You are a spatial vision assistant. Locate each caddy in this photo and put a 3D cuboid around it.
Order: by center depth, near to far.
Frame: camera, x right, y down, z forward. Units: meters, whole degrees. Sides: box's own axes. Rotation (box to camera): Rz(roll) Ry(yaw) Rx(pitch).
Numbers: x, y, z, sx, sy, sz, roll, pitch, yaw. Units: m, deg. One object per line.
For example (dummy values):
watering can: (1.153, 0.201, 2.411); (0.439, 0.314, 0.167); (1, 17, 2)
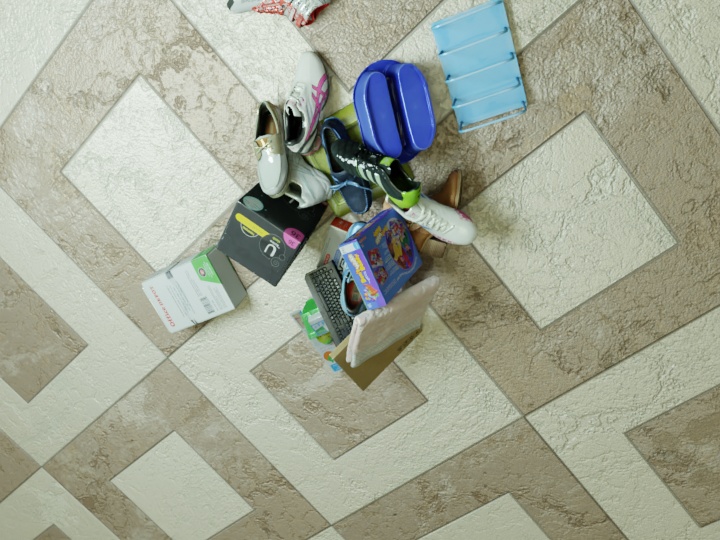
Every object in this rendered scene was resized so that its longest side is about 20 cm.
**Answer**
caddy: (0.065, -0.307, 1.159); (0.139, 0.105, 0.203); (-17, 105, -9)

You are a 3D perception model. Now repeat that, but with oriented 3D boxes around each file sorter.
file sorter: (0.217, -0.371, 1.092); (0.137, 0.123, 0.203); (-14, 110, 18)

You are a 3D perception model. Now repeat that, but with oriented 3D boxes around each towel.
towel: (0.063, 0.106, 1.219); (0.032, 0.198, 0.192); (51, 153, 24)

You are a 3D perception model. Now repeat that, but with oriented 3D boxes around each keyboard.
keyboard: (-0.029, 0.072, 1.303); (0.126, 0.021, 0.202); (-26, 104, -3)

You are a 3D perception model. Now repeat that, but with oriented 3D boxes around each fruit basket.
fruit basket: (-0.041, 0.143, 1.388); (0.183, 0.094, 0.202); (-24, 109, 20)

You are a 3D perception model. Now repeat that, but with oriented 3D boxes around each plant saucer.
plant saucer: (-0.019, -0.229, 1.245); (0.198, 0.048, 0.202); (-24, 106, 21)

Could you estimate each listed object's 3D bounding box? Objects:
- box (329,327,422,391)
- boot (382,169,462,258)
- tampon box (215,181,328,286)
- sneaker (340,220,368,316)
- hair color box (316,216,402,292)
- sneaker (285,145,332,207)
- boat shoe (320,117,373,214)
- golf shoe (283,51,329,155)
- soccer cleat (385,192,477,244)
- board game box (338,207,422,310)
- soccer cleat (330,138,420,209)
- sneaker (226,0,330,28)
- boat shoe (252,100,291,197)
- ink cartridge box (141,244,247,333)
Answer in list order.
box: (0.039, 0.158, 1.319); (0.200, 0.021, 0.164); (-44, 136, -7)
boot: (0.126, -0.133, 1.251); (0.153, 0.077, 0.203); (19, 123, 8)
tampon box: (-0.180, -0.095, 1.249); (0.149, 0.201, 0.127); (32, 121, -4)
sneaker: (0.000, 0.000, 1.236); (0.077, 0.090, 0.204); (4, 97, 0)
hair color box: (0.013, -0.026, 1.319); (0.197, 0.064, 0.112); (21, 115, 1)
sneaker: (-0.150, -0.208, 1.241); (0.200, 0.080, 0.071); (42, 141, 16)
boat shoe: (-0.039, -0.201, 1.197); (0.083, 0.069, 0.202); (-22, 107, 20)
golf shoe: (-0.110, -0.333, 1.175); (0.071, 0.092, 0.204); (5, 94, 22)
soccer cleat: (0.134, -0.104, 1.169); (0.198, 0.086, 0.071); (31, 113, 12)
board game box: (0.045, -0.030, 1.169); (0.044, 0.200, 0.136); (-17, 104, 33)
soccer cleat: (0.032, -0.194, 1.110); (0.199, 0.068, 0.081); (36, 156, 8)
sneaker: (-0.154, -0.509, 1.142); (0.199, 0.067, 0.109); (-21, 105, 17)
boat shoe: (-0.185, -0.245, 1.198); (0.074, 0.068, 0.203); (-14, 67, 17)
ink cartridge box: (-0.397, 0.044, 1.425); (0.197, 0.084, 0.148); (-20, 108, 19)
